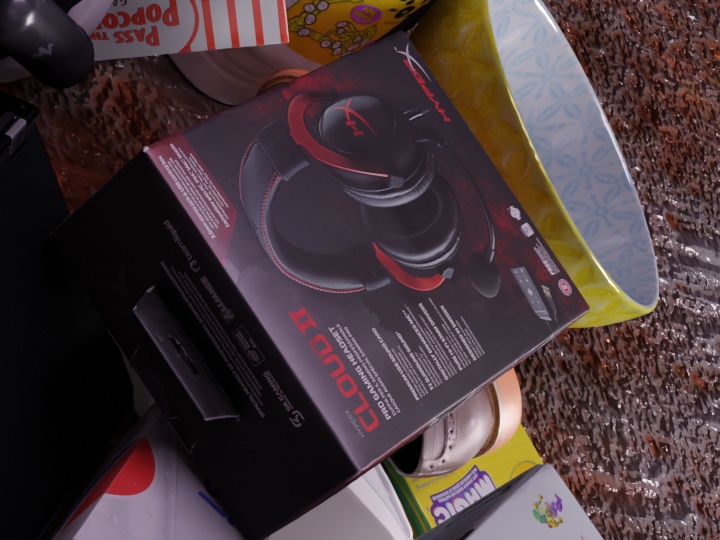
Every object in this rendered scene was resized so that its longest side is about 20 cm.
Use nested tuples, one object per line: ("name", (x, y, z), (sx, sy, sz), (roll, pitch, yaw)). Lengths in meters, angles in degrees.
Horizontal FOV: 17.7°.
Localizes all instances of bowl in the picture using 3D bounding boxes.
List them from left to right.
("bowl", (0.066, -0.050, 1.210), (0.201, 0.107, 0.201), (54, 22, -33))

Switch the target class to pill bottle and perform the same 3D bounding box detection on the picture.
("pill bottle", (-0.010, -0.164, 1.143), (0.104, 0.200, 0.105), (33, 38, -31))

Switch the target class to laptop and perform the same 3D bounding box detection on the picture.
("laptop", (-0.193, 0.014, 0.865), (0.199, 0.116, 0.188), (24, 34, 4))

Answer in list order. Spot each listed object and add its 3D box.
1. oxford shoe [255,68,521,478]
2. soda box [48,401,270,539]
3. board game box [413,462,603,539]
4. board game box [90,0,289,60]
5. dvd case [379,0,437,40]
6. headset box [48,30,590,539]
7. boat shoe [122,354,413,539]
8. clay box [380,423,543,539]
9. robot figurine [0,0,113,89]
("oxford shoe", (0.000, 0.000, 1.050), (0.073, 0.071, 0.201), (-23, 80, -48))
("soda box", (-0.085, 0.115, 0.892), (0.068, 0.063, 0.200), (41, 27, -5))
("board game box", (-0.002, 0.163, 0.869), (0.064, 0.147, 0.200), (54, 33, 1))
("board game box", (-0.115, -0.186, 1.082), (0.046, 0.150, 0.201), (86, -1, -52))
("dvd case", (-0.025, -0.213, 1.215), (0.200, 0.150, 0.025), (48, 28, -13))
("headset box", (-0.018, 0.005, 0.935), (0.200, 0.075, 0.149), (-29, 84, -49))
("boat shoe", (-0.040, 0.065, 1.027), (0.200, 0.072, 0.069), (48, 11, 0))
("clay box", (0.025, 0.075, 1.115), (0.115, 0.048, 0.201), (-16, 73, -55))
("robot figurine", (-0.165, -0.153, 0.910), (0.200, 0.124, 0.151), (51, 44, -67))
